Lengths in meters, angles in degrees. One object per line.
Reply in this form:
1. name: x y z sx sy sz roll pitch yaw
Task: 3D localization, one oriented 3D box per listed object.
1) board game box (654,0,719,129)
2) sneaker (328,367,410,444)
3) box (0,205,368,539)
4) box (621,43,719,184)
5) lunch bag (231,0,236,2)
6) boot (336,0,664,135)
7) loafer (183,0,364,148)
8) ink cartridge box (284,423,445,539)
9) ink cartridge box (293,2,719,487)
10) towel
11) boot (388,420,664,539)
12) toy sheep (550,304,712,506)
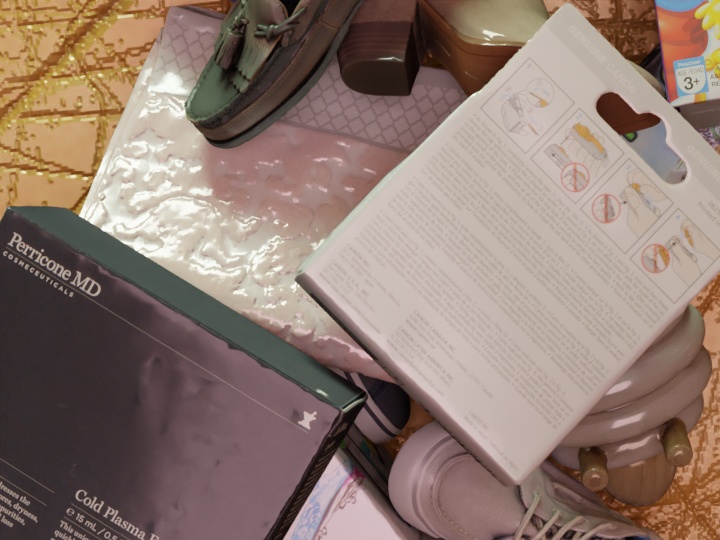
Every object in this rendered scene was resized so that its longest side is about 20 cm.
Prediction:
1. board game box: 0.208 -0.188 1.057 0.105 0.103 0.201 -9 84 12
2. sneaker: 0.000 0.000 1.132 0.079 0.078 0.200 -22 95 10
3. box: -0.128 0.093 0.991 0.200 0.104 0.182 32 96 5
4. box: 0.222 -0.102 1.133 0.110 0.035 0.200 43 97 -4
5. lunch bag: -0.051 -0.266 1.083 0.200 0.082 0.161 -45 76 6
6. boot: 0.076 -0.152 1.080 0.199 0.146 0.070 10 141 4
7. loafer: -0.032 -0.155 1.035 0.200 0.072 0.063 -46 135 10
8. ink cartridge box: -0.047 0.156 1.121 0.146 0.147 0.200 -38 96 7
9. ink cartridge box: 0.090 -0.012 1.015 0.163 0.057 0.200 45 81 -5
10. towel: -0.045 -0.047 1.079 0.199 0.032 0.191 15 68 6
11. boot: 0.107 0.141 1.087 0.095 0.200 0.074 25 91 42
12. toy sheep: 0.136 0.044 1.107 0.138 0.138 0.200 -16 106 4
